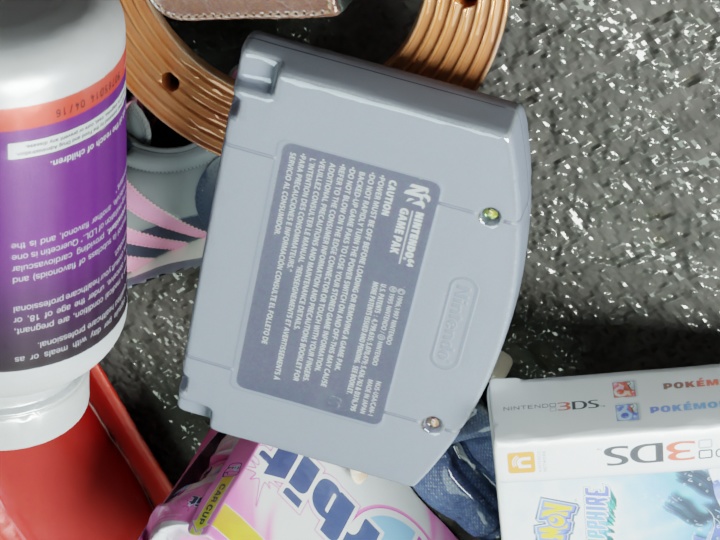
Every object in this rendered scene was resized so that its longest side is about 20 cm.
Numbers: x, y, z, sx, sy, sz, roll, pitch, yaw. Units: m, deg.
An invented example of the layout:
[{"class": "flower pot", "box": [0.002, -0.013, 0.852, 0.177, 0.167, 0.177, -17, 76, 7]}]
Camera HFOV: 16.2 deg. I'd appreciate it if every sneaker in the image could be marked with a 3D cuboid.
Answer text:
[{"class": "sneaker", "box": [-0.099, -0.039, 1.141, 0.199, 0.070, 0.083, -16, 104, 32]}]

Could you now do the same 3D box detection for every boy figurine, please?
[{"class": "boy figurine", "box": [0.017, 0.056, 1.157, 0.200, 0.065, 0.124, 42, 137, -16]}]

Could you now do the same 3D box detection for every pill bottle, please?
[{"class": "pill bottle", "box": [-0.153, -0.027, 1.059, 0.112, 0.113, 0.201, 14, 125, 16]}]

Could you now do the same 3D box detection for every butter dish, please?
[{"class": "butter dish", "box": [-0.213, 0.119, 1.272, 0.198, 0.148, 0.201, -9, 123, 32]}]

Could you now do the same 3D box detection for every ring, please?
[{"class": "ring", "box": [-0.032, -0.133, 1.023, 0.199, 0.019, 0.202, 10, 120, 18]}]

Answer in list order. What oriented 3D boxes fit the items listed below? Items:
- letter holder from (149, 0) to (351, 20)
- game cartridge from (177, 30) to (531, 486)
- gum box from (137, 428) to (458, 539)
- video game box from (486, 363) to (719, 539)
[{"class": "letter holder", "box": [-0.072, -0.203, 0.926, 0.141, 0.101, 0.201, 1, 120, 24]}, {"class": "game cartridge", "box": [0.000, 0.000, 1.056, 0.132, 0.041, 0.201, 18, 130, 5]}, {"class": "gum box", "box": [-0.013, 0.156, 1.223, 0.066, 0.114, 0.200, -27, 112, 41]}, {"class": "video game box", "box": [0.152, 0.127, 1.118, 0.181, 0.047, 0.201, -4, 129, 5]}]
